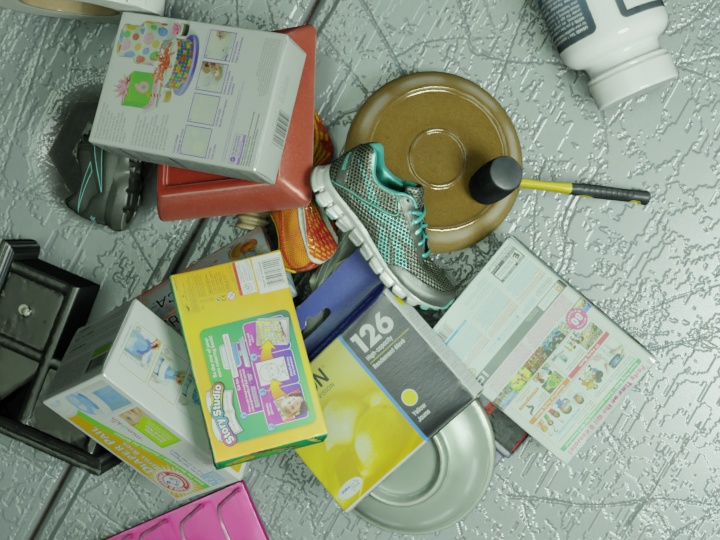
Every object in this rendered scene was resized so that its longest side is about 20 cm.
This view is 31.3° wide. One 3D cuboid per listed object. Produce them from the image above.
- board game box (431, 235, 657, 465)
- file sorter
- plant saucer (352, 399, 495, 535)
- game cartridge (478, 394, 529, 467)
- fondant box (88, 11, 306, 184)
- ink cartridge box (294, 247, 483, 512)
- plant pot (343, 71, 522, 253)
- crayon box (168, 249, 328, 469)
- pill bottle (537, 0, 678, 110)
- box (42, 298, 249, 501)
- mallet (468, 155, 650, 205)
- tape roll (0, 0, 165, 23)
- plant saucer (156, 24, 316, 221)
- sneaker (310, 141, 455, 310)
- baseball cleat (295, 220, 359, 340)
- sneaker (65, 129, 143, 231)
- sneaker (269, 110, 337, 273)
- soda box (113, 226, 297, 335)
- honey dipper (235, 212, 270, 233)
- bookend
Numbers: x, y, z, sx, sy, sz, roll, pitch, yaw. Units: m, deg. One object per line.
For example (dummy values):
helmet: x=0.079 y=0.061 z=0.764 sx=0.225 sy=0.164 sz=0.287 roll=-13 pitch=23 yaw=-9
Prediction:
board game box: x=0.188 y=0.082 z=1.356 sx=0.200 sy=0.064 sz=0.148 roll=41 pitch=97 yaw=6
file sorter: x=-0.203 y=0.343 z=1.411 sx=0.199 sy=0.125 sz=0.140 roll=-24 pitch=88 yaw=7
plant saucer: x=0.046 y=0.198 z=1.395 sx=0.199 sy=0.050 sz=0.201 roll=3 pitch=101 yaw=15
game cartridge: x=0.157 y=0.112 z=1.408 sx=0.130 sy=0.038 sz=0.200 roll=40 pitch=96 yaw=9
fondant box: x=-0.169 y=-0.180 z=1.333 sx=0.199 sy=0.058 sz=0.145 roll=12 pitch=84 yaw=20
ink cartridge box: x=-0.007 y=0.116 z=1.351 sx=0.198 sy=0.047 sz=0.200 roll=-44 pitch=84 yaw=19
plant pot: x=0.082 y=-0.119 z=1.384 sx=0.199 sy=0.027 sz=0.201 roll=1 pitch=85 yaw=-8
crayon box: x=-0.116 y=0.091 z=1.314 sx=0.118 sy=0.058 sz=0.201 roll=-13 pitch=79 yaw=-10
pill bottle: x=0.251 y=-0.277 z=1.341 sx=0.119 sy=0.120 sz=0.201 roll=-22 pitch=89 yaw=7
box: x=-0.214 y=0.142 z=1.359 sx=0.112 sy=0.102 sz=0.200 roll=-25 pitch=124 yaw=39
mallet: x=0.217 y=-0.090 z=1.354 sx=0.199 sy=0.066 sz=0.041 roll=3 pitch=77 yaw=-9
tape roll: x=-0.308 y=-0.298 z=1.369 sx=0.202 sy=0.203 sz=0.037 roll=5 pitch=92 yaw=7
plant saucer: x=-0.143 y=-0.161 z=1.383 sx=0.199 sy=0.037 sz=0.201 roll=-4 pitch=78 yaw=28
sneaker: x=0.039 y=-0.047 z=1.322 sx=0.091 sy=0.078 sz=0.200 roll=-39 pitch=98 yaw=23
baseball cleat: x=0.000 y=0.000 z=1.405 sx=0.106 sy=0.070 sz=0.201 roll=18 pitch=94 yaw=7
sneaker: x=-0.275 y=-0.147 z=1.433 sx=0.079 sy=0.075 sz=0.201 roll=15 pitch=93 yaw=9
sneaker: x=-0.073 y=-0.095 z=1.393 sx=0.077 sy=0.073 sz=0.201 roll=-20 pitch=60 yaw=38
soda box: x=-0.173 y=0.037 z=1.418 sx=0.199 sy=0.064 sz=0.068 roll=-29 pitch=127 yaw=8
honey dipper: x=-0.100 y=-0.142 z=1.433 sx=0.038 sy=0.038 sz=0.201 roll=13 pitch=89 yaw=6
bookend: x=-0.333 y=0.095 z=1.437 sx=0.199 sy=0.092 sz=0.200 roll=23 pitch=94 yaw=5
